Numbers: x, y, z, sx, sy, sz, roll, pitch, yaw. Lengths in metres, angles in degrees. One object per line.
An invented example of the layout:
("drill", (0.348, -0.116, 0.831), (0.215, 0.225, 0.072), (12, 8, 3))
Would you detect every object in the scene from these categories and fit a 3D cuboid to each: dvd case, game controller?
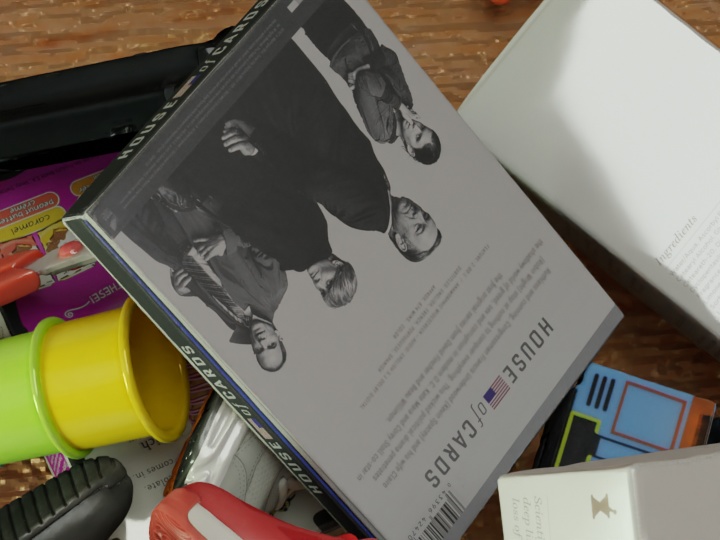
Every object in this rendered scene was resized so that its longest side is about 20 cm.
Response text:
("dvd case", (0.000, 0.000, 0.938), (0.200, 0.025, 0.150), (49, 63, -19))
("game controller", (-0.132, -0.064, 1.025), (0.199, 0.104, 0.042), (-10, 100, 8))

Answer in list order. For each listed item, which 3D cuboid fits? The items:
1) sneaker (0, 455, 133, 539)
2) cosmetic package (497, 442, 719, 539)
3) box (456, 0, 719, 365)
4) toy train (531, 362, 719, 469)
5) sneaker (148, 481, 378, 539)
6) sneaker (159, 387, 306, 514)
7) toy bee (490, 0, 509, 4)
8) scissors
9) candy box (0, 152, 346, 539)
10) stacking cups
("sneaker", (-0.147, 0.162, 0.958), (0.088, 0.074, 0.200), (44, 91, -10))
("cosmetic package", (0.145, 0.111, 0.883), (0.199, 0.074, 0.102), (-2, 84, -41))
("box", (0.147, -0.032, 1.055), (0.200, 0.124, 0.098), (39, 90, 6))
("toy train", (0.109, 0.140, 0.977), (0.114, 0.087, 0.201), (17, 65, 4))
("sneaker", (0.025, 0.122, 0.906), (0.200, 0.078, 0.116), (40, 65, -3))
("sneaker", (-0.010, 0.051, 0.972), (0.092, 0.076, 0.201), (29, 67, -4))
("toy bee", (0.088, -0.172, 1.109), (0.109, 0.200, 0.131), (-44, 38, 8))
("scissors", (-0.127, -0.006, 0.980), (0.199, 0.073, 0.014), (-25, 114, -1))
("candy box", (-0.077, 0.038, 1.036), (0.136, 0.061, 0.201), (-21, 73, -18))
("stacking cups", (-0.170, 0.059, 0.967), (0.199, 0.061, 0.061), (-14, 68, 15))
